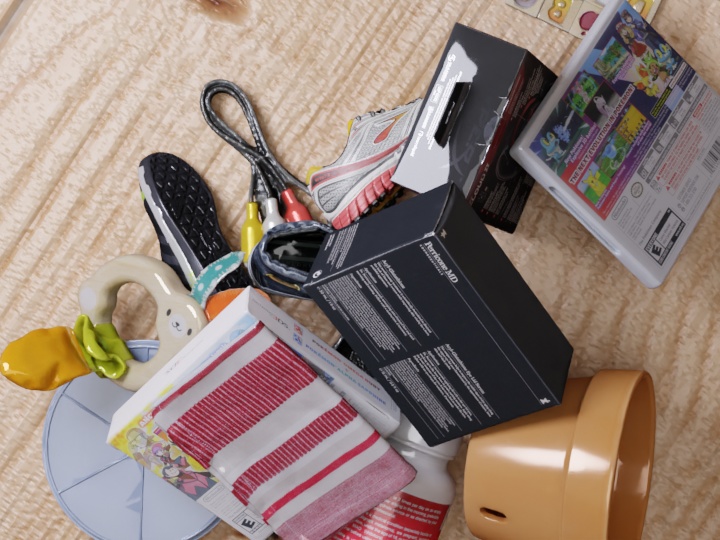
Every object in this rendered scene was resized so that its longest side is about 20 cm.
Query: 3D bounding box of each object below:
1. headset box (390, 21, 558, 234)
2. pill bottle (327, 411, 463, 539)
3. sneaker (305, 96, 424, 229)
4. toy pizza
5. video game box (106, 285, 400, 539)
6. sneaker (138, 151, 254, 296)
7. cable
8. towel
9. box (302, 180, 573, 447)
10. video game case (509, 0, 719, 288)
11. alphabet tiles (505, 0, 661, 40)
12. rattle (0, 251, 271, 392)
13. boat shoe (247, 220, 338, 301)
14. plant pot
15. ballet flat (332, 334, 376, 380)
[{"bbox_3d":[0.107,-0.123,1.520,0.075,0.200,0.150,24,94,20],"label":"headset box"},{"bbox_3d":[0.020,0.226,1.585,0.111,0.112,0.202,22,93,2],"label":"pill bottle"},{"bbox_3d":[0.030,-0.127,1.591,0.200,0.078,0.082,-45,77,-4],"label":"sneaker"},{"bbox_3d":[-0.203,0.166,1.636,0.198,0.032,0.203,0,91,4],"label":"toy pizza"},{"bbox_3d":[-0.095,0.133,1.537,0.182,0.047,0.200,37,118,-23],"label":"video game box"},{"bbox_3d":[-0.169,-0.012,1.609,0.083,0.071,0.201,-37,71,37],"label":"sneaker"},{"bbox_3d":[-0.086,-0.090,1.612,0.096,0.050,0.202,-18,92,1],"label":"cable"},{"bbox_3d":[-0.067,0.150,1.495,0.144,0.023,0.200,-38,108,23],"label":"towel"},{"bbox_3d":[0.069,0.041,1.470,0.140,0.079,0.200,-20,120,34],"label":"box"},{"bbox_3d":[0.244,-0.116,1.539,0.182,0.023,0.201,42,63,-13],"label":"video game case"},{"bbox_3d":[0.222,-0.319,1.609,0.165,0.006,0.201,26,93,2],"label":"alphabet tiles"},{"bbox_3d":[-0.199,0.042,1.521,0.199,0.142,0.132,-6,76,37],"label":"rattle"},{"bbox_3d":[0.000,0.000,1.551,0.198,0.091,0.072,4,79,-9],"label":"boat shoe"},{"bbox_3d":[0.177,0.180,1.547,0.139,0.200,0.202,8,92,20],"label":"plant pot"},{"bbox_3d":[0.002,0.082,1.606,0.066,0.057,0.201,34,87,4],"label":"ballet flat"}]
